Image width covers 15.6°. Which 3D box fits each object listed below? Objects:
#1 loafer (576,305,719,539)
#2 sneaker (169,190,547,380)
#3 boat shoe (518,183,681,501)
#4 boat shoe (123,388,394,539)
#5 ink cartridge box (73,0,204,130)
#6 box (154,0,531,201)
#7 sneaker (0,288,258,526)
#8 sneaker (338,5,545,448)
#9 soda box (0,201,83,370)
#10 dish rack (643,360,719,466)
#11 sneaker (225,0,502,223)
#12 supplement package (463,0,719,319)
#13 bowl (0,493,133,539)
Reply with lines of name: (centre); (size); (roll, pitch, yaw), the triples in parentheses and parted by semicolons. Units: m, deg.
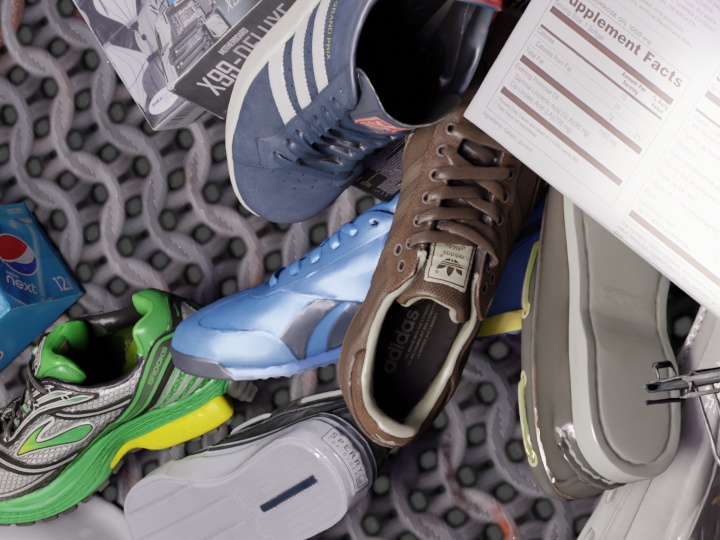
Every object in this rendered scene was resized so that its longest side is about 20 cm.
loafer: (0.142, 0.074, 1.199); (0.070, 0.070, 0.201); (26, 105, 26)
sneaker: (0.000, 0.000, 1.246); (0.199, 0.066, 0.079); (-12, 108, 13)
boat shoe: (0.105, 0.005, 1.179); (0.060, 0.072, 0.203); (-30, 48, 49)
boat shoe: (-0.043, 0.109, 1.313); (0.200, 0.071, 0.072); (-23, 99, 50)
ink cartridge box: (-0.115, -0.180, 1.325); (0.099, 0.039, 0.200); (-39, 78, 29)
box: (0.030, -0.125, 1.182); (0.200, 0.157, 0.050); (-41, 43, 28)
sneaker: (-0.150, 0.062, 1.345); (0.200, 0.085, 0.078); (-30, 41, 25)
sneaker: (0.045, -0.014, 1.158); (0.070, 0.076, 0.201); (14, 105, -10)
soda box: (-0.245, 0.048, 1.417); (0.200, 0.068, 0.064); (-40, 77, 28)
dish rack: (0.214, 0.049, 1.082); (0.153, 0.200, 0.055); (-14, 83, 31)
sneaker: (0.001, -0.076, 1.124); (0.200, 0.075, 0.085); (-60, 34, 40)
supplement package: (0.168, -0.071, 1.085); (0.156, 0.200, 0.111); (40, 113, 19)
bowl: (-0.187, 0.218, 1.398); (0.200, 0.090, 0.202); (5, 100, 28)
